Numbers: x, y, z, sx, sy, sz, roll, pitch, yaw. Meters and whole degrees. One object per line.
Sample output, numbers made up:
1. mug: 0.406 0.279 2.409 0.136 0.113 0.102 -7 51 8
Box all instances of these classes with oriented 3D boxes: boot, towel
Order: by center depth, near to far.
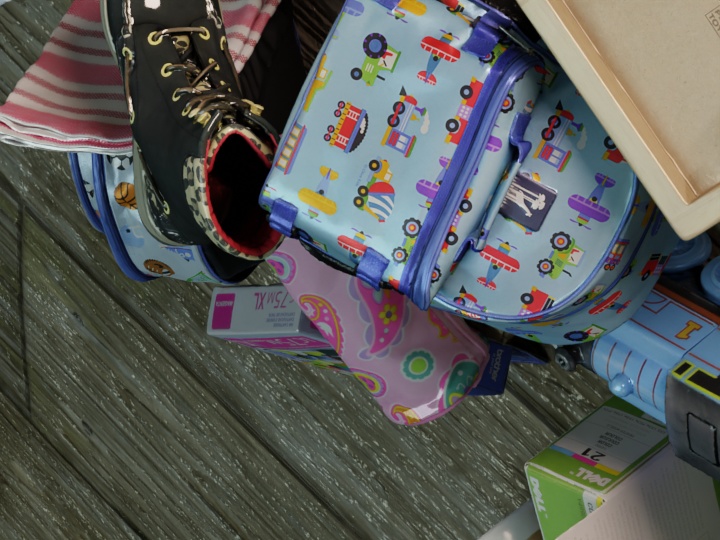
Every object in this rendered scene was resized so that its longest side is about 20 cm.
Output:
1. boot: -0.090 -0.106 1.501 0.154 0.073 0.205 -159 61 -68
2. towel: -0.133 -0.150 1.673 0.146 0.200 0.030 5 139 27

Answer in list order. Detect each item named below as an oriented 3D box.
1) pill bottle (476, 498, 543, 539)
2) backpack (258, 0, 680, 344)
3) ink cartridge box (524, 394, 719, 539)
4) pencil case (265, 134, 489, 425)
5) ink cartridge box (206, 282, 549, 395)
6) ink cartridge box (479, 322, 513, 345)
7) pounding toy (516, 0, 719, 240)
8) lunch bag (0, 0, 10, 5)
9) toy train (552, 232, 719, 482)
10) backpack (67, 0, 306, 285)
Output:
1. pill bottle: 0.152 0.256 1.798 0.200 0.114 0.114 52 152 7
2. backpack: 0.071 -0.053 1.402 0.200 0.134 0.183 33 105 14
3. ink cartridge box: 0.141 0.188 1.649 0.076 0.200 0.148 22 137 47
4. pencil case: 0.000 0.000 1.617 0.087 0.087 0.200 2 132 57
5. ink cartridge box: 0.012 0.050 1.747 0.119 0.199 0.042 -3 75 57
6. ink cartridge box: 0.063 -0.057 1.584 0.165 0.075 0.200 47 168 9
7. pounding toy: 0.176 -0.137 1.308 0.200 0.142 0.184 -35 89 36
8. lunch bag: -0.195 -0.283 1.683 0.170 0.200 0.127 60 152 -10
9. toy train: 0.195 0.045 1.502 0.200 0.114 0.087 31 143 39
10. backpack: -0.110 -0.087 1.744 0.153 0.191 0.201 -5 122 22
